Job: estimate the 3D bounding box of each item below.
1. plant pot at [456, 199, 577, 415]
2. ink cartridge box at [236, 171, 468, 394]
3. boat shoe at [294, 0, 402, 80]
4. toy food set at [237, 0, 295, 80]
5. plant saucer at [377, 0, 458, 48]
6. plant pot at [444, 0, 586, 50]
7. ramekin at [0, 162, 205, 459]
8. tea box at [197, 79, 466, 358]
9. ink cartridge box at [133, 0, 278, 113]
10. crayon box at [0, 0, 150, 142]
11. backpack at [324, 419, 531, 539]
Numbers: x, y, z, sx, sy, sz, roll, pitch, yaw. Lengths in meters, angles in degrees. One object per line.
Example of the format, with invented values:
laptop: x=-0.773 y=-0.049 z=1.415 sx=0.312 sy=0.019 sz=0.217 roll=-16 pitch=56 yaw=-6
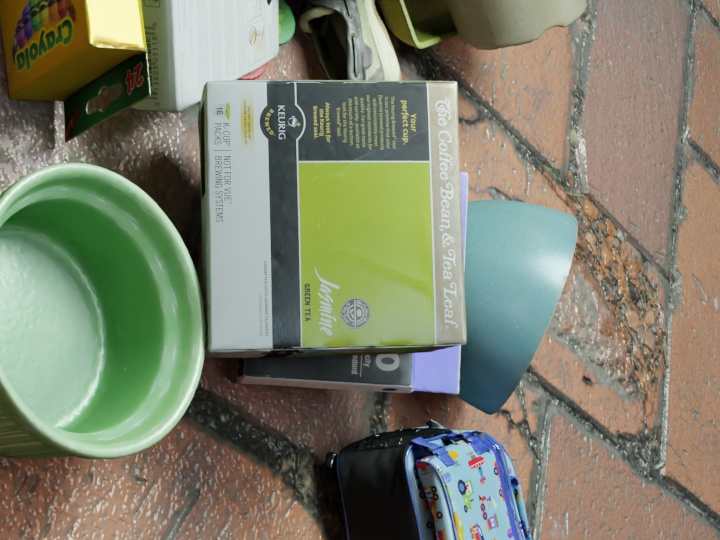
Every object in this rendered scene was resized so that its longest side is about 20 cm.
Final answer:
plant pot: x=0.099 y=0.015 z=1.344 sx=0.134 sy=0.201 sz=0.201 roll=24 pitch=52 yaw=-4
ink cartridge box: x=0.000 y=0.000 z=1.212 sx=0.198 sy=0.043 sz=0.200 roll=4 pitch=82 yaw=-15
boat shoe: x=-0.027 y=-0.241 z=1.333 sx=0.065 sy=0.073 sz=0.201 roll=-19 pitch=79 yaw=-39
toy food set: x=-0.128 y=-0.262 z=1.240 sx=0.199 sy=0.048 sz=0.200 roll=18 pitch=64 yaw=-48
plant saucer: x=0.059 y=-0.336 z=1.501 sx=0.199 sy=0.048 sz=0.202 roll=-29 pitch=102 yaw=-52
plant pot: x=0.139 y=-0.328 z=1.428 sx=0.201 sy=0.199 sz=0.185 roll=-48 pitch=127 yaw=-47
ramekin: x=-0.210 y=0.035 z=0.995 sx=0.199 sy=0.097 sz=0.202 roll=20 pitch=63 yaw=-46
tea box: x=-0.026 y=-0.036 z=1.115 sx=0.195 sy=0.134 sz=0.202 roll=0 pitch=84 yaw=-8
ink cartridge box: x=-0.122 y=-0.229 z=1.142 sx=0.200 sy=0.050 sz=0.164 roll=-49 pitch=143 yaw=-62
crayon box: x=-0.213 y=-0.206 z=1.046 sx=0.051 sy=0.126 sz=0.202 roll=-1 pitch=78 yaw=-41
backpack: x=0.081 y=0.222 z=1.274 sx=0.199 sy=0.134 sz=0.184 roll=-3 pitch=82 yaw=-55
